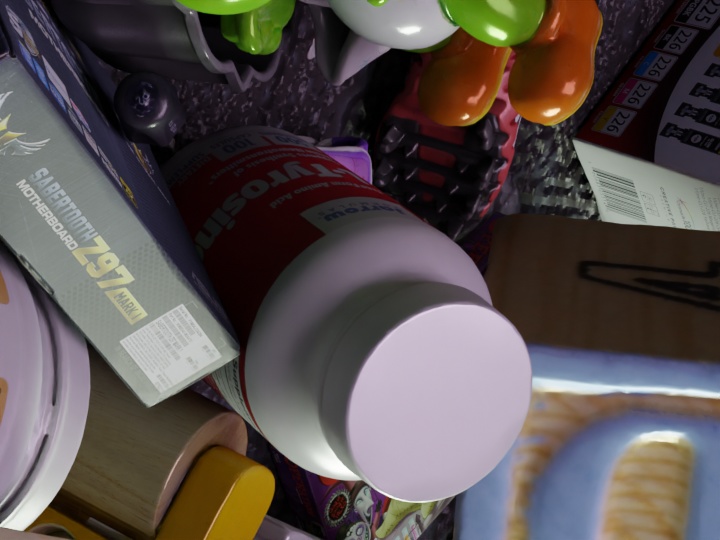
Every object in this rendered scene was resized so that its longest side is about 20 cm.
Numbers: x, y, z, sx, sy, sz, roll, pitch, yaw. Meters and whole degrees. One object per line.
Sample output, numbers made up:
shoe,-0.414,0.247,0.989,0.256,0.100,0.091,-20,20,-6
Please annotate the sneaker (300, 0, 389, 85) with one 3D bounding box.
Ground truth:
sneaker,-0.023,-0.149,0.983,0.089,0.075,0.200,-53,140,-16

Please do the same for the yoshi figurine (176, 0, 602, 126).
yoshi figurine,-0.010,-0.108,0.917,0.200,0.112,0.112,33,113,-32

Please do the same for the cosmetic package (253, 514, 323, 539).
cosmetic package,-0.075,0.219,1.258,0.102,0.074,0.201,30,81,-53

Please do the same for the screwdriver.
screwdriver,-0.083,-0.064,1.052,0.200,0.028,0.029,-94,-168,-88

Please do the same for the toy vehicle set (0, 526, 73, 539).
toy vehicle set,-0.209,0.129,0.946,0.124,0.199,0.027,21,58,-55

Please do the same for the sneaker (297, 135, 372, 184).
sneaker,0.000,0.000,1.239,0.200,0.072,0.115,34,74,-45

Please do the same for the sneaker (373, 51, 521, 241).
sneaker,0.057,-0.105,1.270,0.098,0.070,0.201,-56,162,-54

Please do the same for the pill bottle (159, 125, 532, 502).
pill bottle,-0.014,0.019,1.064,0.112,0.200,0.113,-11,115,-25

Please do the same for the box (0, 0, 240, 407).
box,-0.128,-0.061,0.986,0.051,0.158,0.200,-30,138,2

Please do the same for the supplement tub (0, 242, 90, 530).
supplement tub,-0.208,0.033,0.933,0.200,0.144,0.145,21,90,-54

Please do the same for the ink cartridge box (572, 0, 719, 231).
ink cartridge box,0.252,-0.096,1.444,0.200,0.175,0.084,-52,141,-23

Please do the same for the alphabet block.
alphabet block,0.149,0.097,1.280,0.200,0.195,0.197,-71,168,-71

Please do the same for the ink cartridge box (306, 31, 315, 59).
ink cartridge box,-0.002,-0.207,1.127,0.162,0.050,0.201,-42,146,-70

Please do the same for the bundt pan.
bundt pan,-0.085,-0.170,1.007,0.202,0.075,0.203,-2,90,-75

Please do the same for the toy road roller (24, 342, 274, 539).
toy road roller,-0.116,0.145,1.136,0.201,0.122,0.146,-63,157,-4

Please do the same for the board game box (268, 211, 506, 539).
board game box,0.035,0.075,1.371,0.200,0.032,0.120,-45,134,-29
